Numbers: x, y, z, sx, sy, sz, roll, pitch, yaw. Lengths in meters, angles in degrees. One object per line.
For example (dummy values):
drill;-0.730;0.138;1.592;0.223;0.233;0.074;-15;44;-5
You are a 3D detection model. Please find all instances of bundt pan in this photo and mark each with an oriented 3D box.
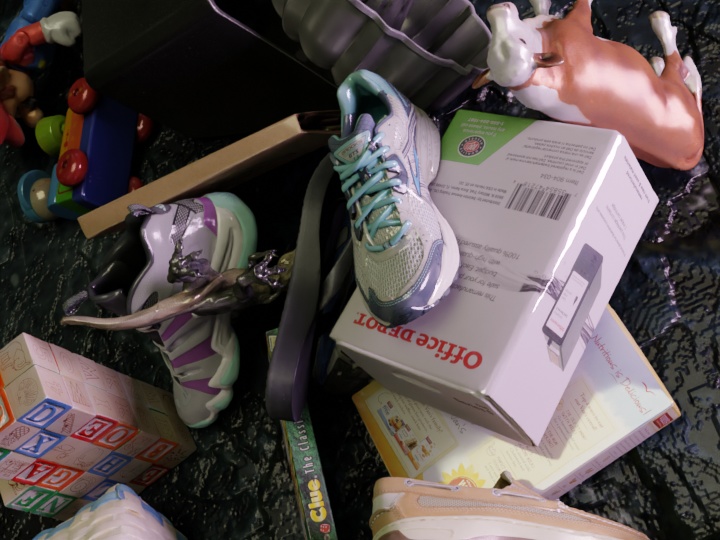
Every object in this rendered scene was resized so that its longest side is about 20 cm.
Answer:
bundt pan;0.010;-0.199;0.850;0.076;0.200;0.203;-49;56;30

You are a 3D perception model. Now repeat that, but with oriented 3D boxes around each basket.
basket;-0.188;0.272;0.783;0.175;0.140;0.201;-31;31;12

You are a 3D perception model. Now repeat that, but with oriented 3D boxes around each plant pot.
plant pot;-0.131;-0.227;0.931;0.176;0.199;0.202;-23;63;31

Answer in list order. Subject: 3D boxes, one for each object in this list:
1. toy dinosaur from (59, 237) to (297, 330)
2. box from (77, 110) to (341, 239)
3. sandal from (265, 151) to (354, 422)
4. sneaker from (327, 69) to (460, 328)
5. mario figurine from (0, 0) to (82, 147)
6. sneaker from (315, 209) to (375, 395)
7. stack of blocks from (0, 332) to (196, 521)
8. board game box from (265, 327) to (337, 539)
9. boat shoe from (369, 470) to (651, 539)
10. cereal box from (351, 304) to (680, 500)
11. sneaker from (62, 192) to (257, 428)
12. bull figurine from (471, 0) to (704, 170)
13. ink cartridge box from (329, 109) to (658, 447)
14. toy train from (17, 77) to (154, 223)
toy dinosaur;-0.105;0.010;0.759;0.088;0.198;0.048;-40;66;58
box;-0.111;-0.081;0.880;0.198;0.163;0.022;-22;93;17
sandal;-0.025;0.012;0.770;0.042;0.076;0.203;7;67;9
sneaker;0.010;-0.053;0.726;0.077;0.086;0.202;-26;45;21
mario figurine;-0.322;-0.196;1.063;0.105;0.124;0.202;18;67;8
sneaker;0.000;0.000;0.853;0.088;0.078;0.203;1;68;40
stack of blocks;-0.230;0.129;0.832;0.115;0.200;0.059;-36;61;8
board game box;-0.039;0.153;0.790;0.023;0.105;0.203;-10;64;-10
boat shoe;0.102;0.164;0.697;0.077;0.197;0.072;-96;25;-45
cereal box;0.107;0.097;0.776;0.199;0.039;0.145;-35;59;10
sneaker;-0.162;0.036;0.835;0.078;0.138;0.203;33;121;49
bull figurine;0.162;-0.142;0.758;0.065;0.198;0.123;-33;37;51
ink cartridge box;0.092;-0.001;0.749;0.144;0.084;0.202;16;70;43
toy train;-0.261;-0.144;1.022;0.114;0.084;0.203;-11;66;36
